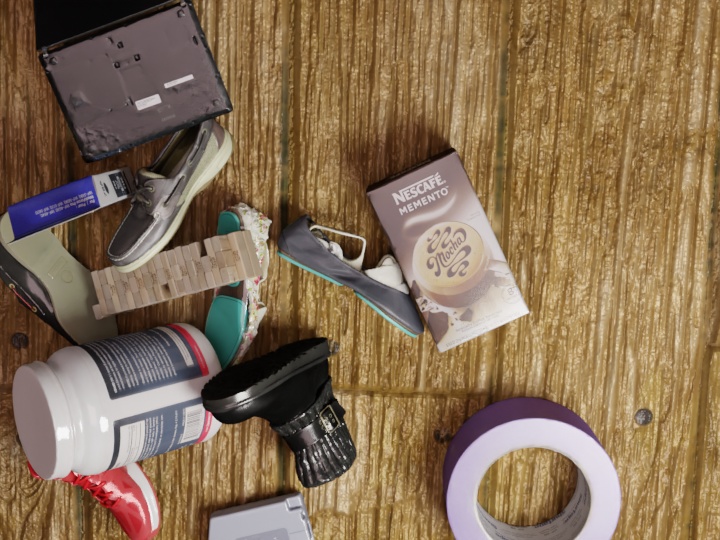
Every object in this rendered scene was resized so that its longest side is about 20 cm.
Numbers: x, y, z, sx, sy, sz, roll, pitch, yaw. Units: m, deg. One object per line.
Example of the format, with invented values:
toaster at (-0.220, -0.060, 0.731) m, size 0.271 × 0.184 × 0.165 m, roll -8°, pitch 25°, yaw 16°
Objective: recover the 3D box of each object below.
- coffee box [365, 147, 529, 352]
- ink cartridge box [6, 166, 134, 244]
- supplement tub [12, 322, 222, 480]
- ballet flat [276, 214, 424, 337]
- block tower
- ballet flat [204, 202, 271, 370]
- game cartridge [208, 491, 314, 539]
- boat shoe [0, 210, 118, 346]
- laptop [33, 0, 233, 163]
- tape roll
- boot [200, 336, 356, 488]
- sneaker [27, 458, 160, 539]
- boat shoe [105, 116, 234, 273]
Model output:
coffee box at (0.097, -0.026, 1.176) m, size 0.113 × 0.080 × 0.200 m, roll -25°, pitch 99°, yaw 6°
ink cartridge box at (-0.309, -0.074, 1.116) m, size 0.099 × 0.200 × 0.039 m, roll -20°, pitch 99°, yaw 3°
supplement tub at (-0.262, 0.142, 1.142) m, size 0.200 × 0.140 × 0.141 m, roll -12°, pitch 102°, yaw -37°
ballet flat at (0.000, 0.000, 1.190) m, size 0.200 × 0.073 × 0.073 m, roll 32°, pitch 99°, yaw -2°
block tower at (-0.212, 0.005, 1.166) m, size 0.200 × 0.054 × 0.058 m, roll -16°, pitch 88°, yaw 25°
ballet flat at (-0.134, 0.022, 1.198) m, size 0.076 × 0.064 × 0.201 m, roll 17°, pitch 104°, yaw 39°
game cartridge at (-0.112, 0.378, 1.273) m, size 0.133 × 0.040 × 0.201 m, roll -13°, pitch 99°, yaw 0°
boat shoe at (-0.358, 0.019, 1.205) m, size 0.063 × 0.074 × 0.202 m, roll -21°, pitch 112°, yaw 40°
laptop at (-0.254, -0.248, 1.149) m, size 0.177 × 0.103 × 0.200 m, roll -19°, pitch 107°, yaw 5°
tape roll at (0.197, 0.256, 1.221) m, size 0.199 × 0.085 × 0.201 m, roll 0°, pitch 99°, yaw 2°
boot at (-0.082, 0.174, 1.160) m, size 0.079 × 0.211 × 0.158 m, roll -6°, pitch 99°, yaw 36°
sneaker at (-0.320, 0.244, 1.205) m, size 0.078 × 0.115 × 0.200 m, roll -29°, pitch 90°, yaw 37°
boat shoe at (-0.221, -0.092, 1.149) m, size 0.201 × 0.072 × 0.066 m, roll -53°, pitch 136°, yaw -12°
